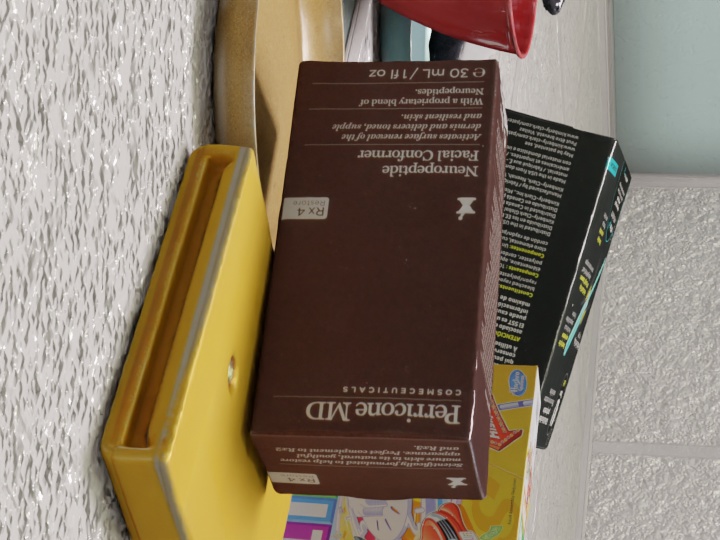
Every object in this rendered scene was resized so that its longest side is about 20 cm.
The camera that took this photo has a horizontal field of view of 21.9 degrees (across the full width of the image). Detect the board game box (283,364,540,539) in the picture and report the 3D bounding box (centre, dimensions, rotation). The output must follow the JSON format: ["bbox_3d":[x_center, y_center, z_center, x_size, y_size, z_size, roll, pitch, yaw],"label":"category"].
[{"bbox_3d":[0.018,0.132,0.965,0.034,0.134,0.200,81,15,-45],"label":"board game box"}]

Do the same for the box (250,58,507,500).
[{"bbox_3d":[0.013,0.001,0.862,0.075,0.100,0.200,73,20,-61],"label":"box"}]

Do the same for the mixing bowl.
[{"bbox_3d":[0.050,-0.230,1.145,0.200,0.108,0.201,1,90,-79],"label":"mixing bowl"}]

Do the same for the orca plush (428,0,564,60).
[{"bbox_3d":[0.085,-0.196,1.299,0.105,0.071,0.200,-1,114,-37],"label":"orca plush"}]

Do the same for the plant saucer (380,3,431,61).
[{"bbox_3d":[0.040,-0.169,1.319,0.200,0.027,0.201,1,90,-79],"label":"plant saucer"}]

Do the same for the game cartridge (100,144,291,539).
[{"bbox_3d":[-0.063,0.076,0.818,0.200,0.032,0.177,84,13,-46],"label":"game cartridge"}]

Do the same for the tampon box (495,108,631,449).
[{"bbox_3d":[0.086,0.004,1.220,0.150,0.126,0.200,32,75,-77],"label":"tampon box"}]

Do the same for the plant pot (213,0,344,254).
[{"bbox_3d":[-0.040,-0.093,0.914,0.200,0.027,0.201,2,90,-79],"label":"plant pot"}]
